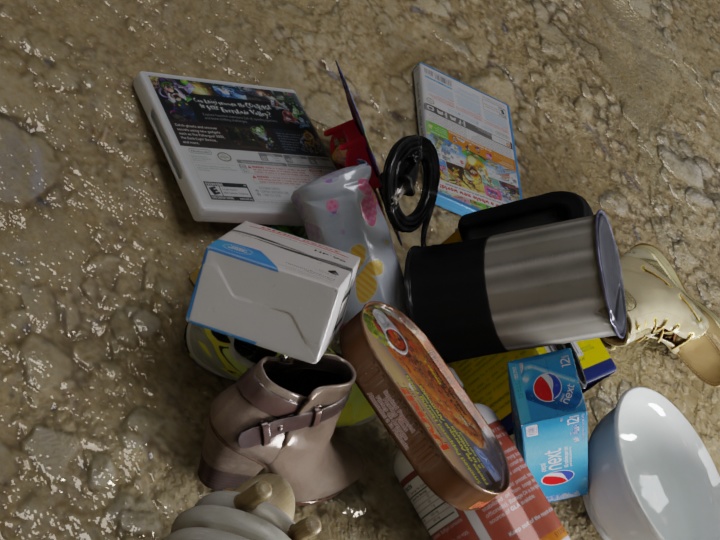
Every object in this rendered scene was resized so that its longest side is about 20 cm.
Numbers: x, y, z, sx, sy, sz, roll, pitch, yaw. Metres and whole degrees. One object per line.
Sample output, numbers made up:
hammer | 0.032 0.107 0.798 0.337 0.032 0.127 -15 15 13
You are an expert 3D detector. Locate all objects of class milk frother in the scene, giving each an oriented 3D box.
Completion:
milk frother | 0.129 -0.029 1.303 0.200 0.186 0.183 54 30 -52

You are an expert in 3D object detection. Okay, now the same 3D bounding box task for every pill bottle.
pill bottle | 0.101 0.198 1.323 0.111 0.112 0.202 -17 72 -47

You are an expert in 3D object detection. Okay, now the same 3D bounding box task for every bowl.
bowl | 0.292 0.229 1.475 0.200 0.090 0.203 34 40 -33

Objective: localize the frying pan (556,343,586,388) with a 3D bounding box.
frying pan | 0.173 0.019 1.425 0.114 0.031 0.192 17 47 -29

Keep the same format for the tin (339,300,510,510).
tin | 0.054 0.117 1.232 0.201 0.042 0.112 56 20 14

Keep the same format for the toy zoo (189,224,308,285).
toy zoo | -0.080 0.018 1.370 0.131 0.020 0.200 48 40 -1

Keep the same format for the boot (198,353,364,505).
boot | -0.045 0.131 1.215 0.198 0.147 0.071 0 46 -42

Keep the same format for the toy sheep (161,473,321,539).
toy sheep | -0.101 0.243 1.095 0.137 0.138 0.201 38 51 -12

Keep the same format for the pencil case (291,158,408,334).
pencil case | 0.000 0.000 1.363 0.091 0.082 0.203 -27 98 -87

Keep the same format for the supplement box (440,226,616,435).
supplement box | 0.154 0.054 1.484 0.109 0.109 0.202 -14 70 -46

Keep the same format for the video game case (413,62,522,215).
video game case | 0.128 -0.142 1.684 0.142 0.018 0.202 21 47 -30

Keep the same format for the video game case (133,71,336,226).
video game case | -0.113 -0.119 1.426 0.198 0.023 0.183 1 50 -41

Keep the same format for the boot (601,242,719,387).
boot | 0.349 0.071 1.673 0.155 0.073 0.201 -24 75 -49

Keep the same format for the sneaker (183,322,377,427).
sneaker | -0.061 0.091 1.273 0.198 0.076 0.076 22 77 -20

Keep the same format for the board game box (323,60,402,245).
board game box | -0.007 -0.111 1.460 0.201 0.038 0.160 69 1 -63

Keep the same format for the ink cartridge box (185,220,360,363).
ink cartridge box | -0.068 0.011 1.226 0.114 0.069 0.200 18 11 3

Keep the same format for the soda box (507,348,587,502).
soda box | 0.181 0.155 1.372 0.063 0.201 0.069 -12 58 2
